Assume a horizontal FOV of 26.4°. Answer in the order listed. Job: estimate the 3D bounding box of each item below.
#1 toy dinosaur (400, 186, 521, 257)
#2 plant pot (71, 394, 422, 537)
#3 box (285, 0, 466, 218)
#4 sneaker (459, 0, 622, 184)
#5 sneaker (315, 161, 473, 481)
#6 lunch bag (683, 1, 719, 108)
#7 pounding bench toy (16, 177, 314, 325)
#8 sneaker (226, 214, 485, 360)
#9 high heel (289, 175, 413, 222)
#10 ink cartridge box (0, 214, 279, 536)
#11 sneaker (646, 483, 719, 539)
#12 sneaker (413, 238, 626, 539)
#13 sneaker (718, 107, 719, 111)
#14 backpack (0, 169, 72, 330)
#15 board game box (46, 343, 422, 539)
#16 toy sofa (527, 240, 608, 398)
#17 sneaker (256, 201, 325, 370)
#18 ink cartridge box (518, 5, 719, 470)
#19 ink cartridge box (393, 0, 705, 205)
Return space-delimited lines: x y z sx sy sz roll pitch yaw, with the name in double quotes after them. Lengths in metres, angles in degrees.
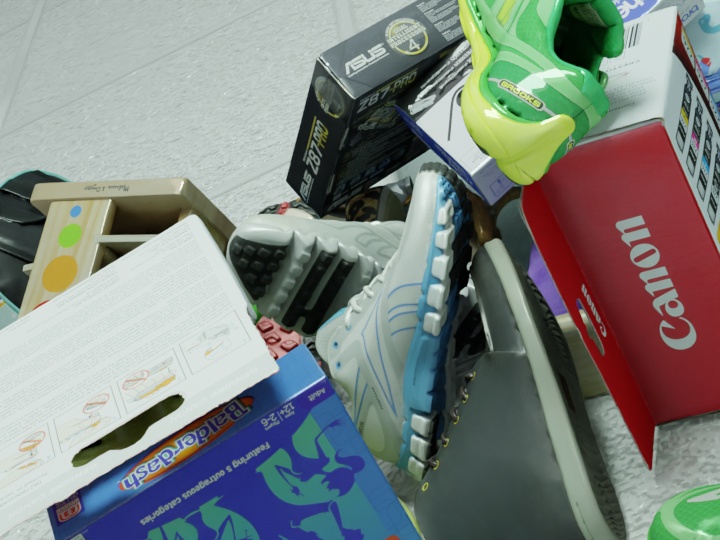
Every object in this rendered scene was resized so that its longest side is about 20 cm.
0.085 -0.027 1.118 0.060 0.106 0.200 -19 35 32 "toy dinosaur"
-0.091 0.131 0.898 0.200 0.184 0.201 -23 27 12 "plant pot"
0.044 -0.138 1.128 0.200 0.049 0.161 -33 -16 -25 "box"
0.100 -0.122 0.814 0.083 0.074 0.200 -28 35 23 "sneaker"
0.016 0.029 0.918 0.086 0.201 0.075 13 21 15 "sneaker"
0.193 -0.133 1.130 0.200 0.083 0.161 -16 -5 19 "lunch bag"
-0.124 0.036 1.019 0.199 0.124 0.156 -1 63 25 "pounding bench toy"
0.000 0.000 0.986 0.075 0.200 0.081 -52 37 31 "sneaker"
-0.029 -0.021 1.215 0.142 0.072 0.200 -17 13 11 "high heel"
-0.125 0.061 0.804 0.161 0.050 0.200 -31 31 -4 "ink cartridge box"
0.230 0.111 0.735 0.200 0.084 0.074 -10 33 35 "sneaker"
0.070 0.081 0.879 0.106 0.075 0.200 -24 58 16 "sneaker"
0.231 -0.080 0.978 0.200 0.071 0.076 21 37 -2 "sneaker"
-0.234 0.029 1.196 0.153 0.200 0.176 -36 19 36 "backpack"
-0.043 0.159 0.787 0.152 0.200 0.045 -32 28 -5 "board game box"
0.144 -0.012 1.016 0.083 0.098 0.200 -15 31 24 "toy sofa"
-0.047 0.055 1.115 0.079 0.096 0.200 1 62 18 "sneaker"
0.174 -0.017 0.879 0.084 0.200 0.176 -16 30 26 "ink cartridge box"
0.128 -0.146 1.044 0.200 0.044 0.094 -42 53 -1 "ink cartridge box"
